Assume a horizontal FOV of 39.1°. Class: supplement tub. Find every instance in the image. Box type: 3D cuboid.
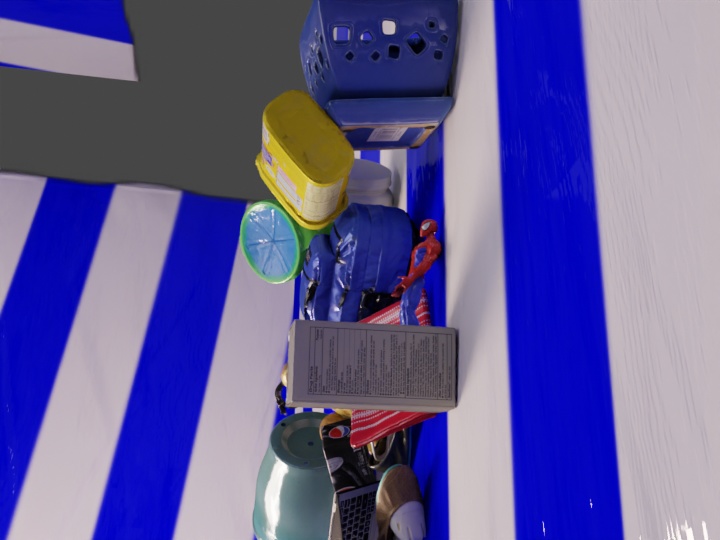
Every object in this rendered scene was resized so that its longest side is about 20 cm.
[{"bbox_3d":[-0.020,-0.082,1.764,0.146,0.145,0.201,-105,22,-67],"label":"supplement tub"}]

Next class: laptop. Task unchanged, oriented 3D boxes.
[{"bbox_3d":[0.008,0.407,1.392,0.116,0.199,0.188,26,115,46],"label":"laptop"}]

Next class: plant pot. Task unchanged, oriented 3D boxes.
[{"bbox_3d":[-0.084,0.344,1.676,0.200,0.199,0.189,-97,7,-55],"label":"plant pot"},{"bbox_3d":[0.025,-0.271,1.422,0.200,0.199,0.181,141,126,-77],"label":"plant pot"}]

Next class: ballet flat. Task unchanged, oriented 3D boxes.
[{"bbox_3d":[0.047,0.199,1.407,0.068,0.068,0.201,-113,29,-67],"label":"ballet flat"},{"bbox_3d":[0.053,0.348,1.331,0.072,0.067,0.201,51,139,49],"label":"ballet flat"}]

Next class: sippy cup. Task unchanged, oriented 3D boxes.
[{"bbox_3d":[-0.104,-0.059,1.657,0.178,0.130,0.140,35,125,28],"label":"sippy cup"}]

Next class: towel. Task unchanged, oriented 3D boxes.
[{"bbox_3d":[0.039,0.133,1.378,0.144,0.022,0.201,-28,46,29],"label":"towel"}]

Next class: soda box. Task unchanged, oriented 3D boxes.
[{"bbox_3d":[-0.006,0.323,1.502,0.071,0.063,0.201,-107,2,-70],"label":"soda box"}]

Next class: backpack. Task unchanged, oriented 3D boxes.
[{"bbox_3d":[0.000,0.000,1.526,0.163,0.167,0.201,-118,40,-65],"label":"backpack"}]

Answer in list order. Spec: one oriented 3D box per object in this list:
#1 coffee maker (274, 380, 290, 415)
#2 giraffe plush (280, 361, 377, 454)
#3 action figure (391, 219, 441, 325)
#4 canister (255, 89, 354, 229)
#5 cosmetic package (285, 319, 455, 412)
[{"bbox_3d":[-0.061,0.146,1.763,0.200,0.191,0.135,-119,18,-78],"label":"coffee maker"},{"bbox_3d":[-0.014,0.209,1.580,0.172,0.199,0.163,-34,-64,-65],"label":"giraffe plush"},{"bbox_3d":[0.069,0.024,1.351,0.065,0.051,0.201,119,170,-74],"label":"action figure"},{"bbox_3d":[-0.077,-0.152,1.422,0.149,0.086,0.200,51,167,7],"label":"canister"},{"bbox_3d":[0.011,0.119,1.242,0.087,0.199,0.104,129,145,-74],"label":"cosmetic package"}]
